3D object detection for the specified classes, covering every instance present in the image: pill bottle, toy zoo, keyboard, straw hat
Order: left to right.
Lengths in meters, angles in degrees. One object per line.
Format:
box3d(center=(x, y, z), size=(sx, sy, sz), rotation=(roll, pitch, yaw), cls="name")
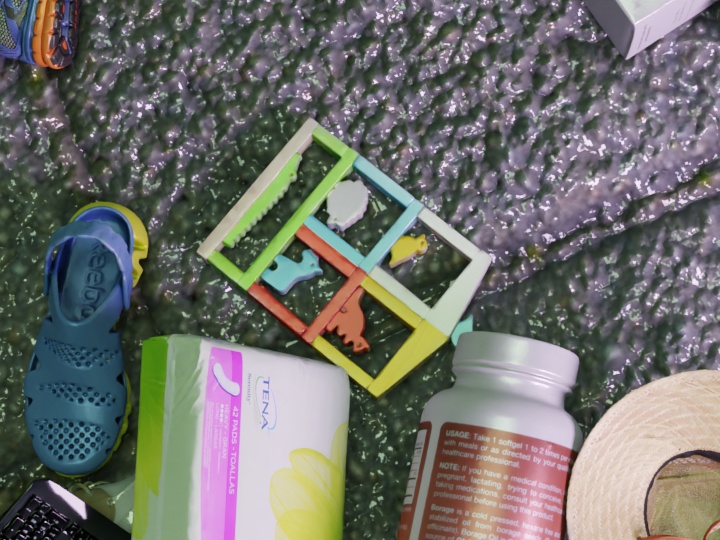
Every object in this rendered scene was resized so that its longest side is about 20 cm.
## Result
box3d(center=(-0.168, 0.229, 1.229), size=(0.200, 0.040, 0.104), rotation=(40, 93, -26), cls="keyboard")
box3d(center=(0.000, 0.000, 1.333), size=(0.200, 0.020, 0.131), rotation=(39, 82, 10), cls="toy zoo")
box3d(center=(0.088, 0.148, 1.252), size=(0.112, 0.112, 0.200), rotation=(12, 79, 5), cls="pill bottle")
box3d(center=(0.231, 0.169, 1.256), size=(0.201, 0.085, 0.201), rotation=(0, 84, 2), cls="straw hat")

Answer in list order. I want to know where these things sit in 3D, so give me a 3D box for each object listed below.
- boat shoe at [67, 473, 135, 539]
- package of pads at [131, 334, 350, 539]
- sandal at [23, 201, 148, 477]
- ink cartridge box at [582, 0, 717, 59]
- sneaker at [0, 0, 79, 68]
box3d(center=(-0.181, 0.177, 1.277), size=(0.068, 0.075, 0.200), rotation=(39, 83, 4), cls="boat shoe")
box3d(center=(-0.077, 0.151, 1.241), size=(0.068, 0.154, 0.200), rotation=(-7, 76, 40), cls="package of pads")
box3d(center=(-0.197, 0.043, 1.300), size=(0.079, 0.087, 0.200), rotation=(2, 80, 1), cls="sandal")
box3d(center=(0.236, -0.272, 1.347), size=(0.200, 0.084, 0.146), rotation=(-34, 79, -4), cls="ink cartridge box")
box3d(center=(-0.249, -0.248, 1.370), size=(0.078, 0.075, 0.200), rotation=(1, 77, 6), cls="sneaker")
